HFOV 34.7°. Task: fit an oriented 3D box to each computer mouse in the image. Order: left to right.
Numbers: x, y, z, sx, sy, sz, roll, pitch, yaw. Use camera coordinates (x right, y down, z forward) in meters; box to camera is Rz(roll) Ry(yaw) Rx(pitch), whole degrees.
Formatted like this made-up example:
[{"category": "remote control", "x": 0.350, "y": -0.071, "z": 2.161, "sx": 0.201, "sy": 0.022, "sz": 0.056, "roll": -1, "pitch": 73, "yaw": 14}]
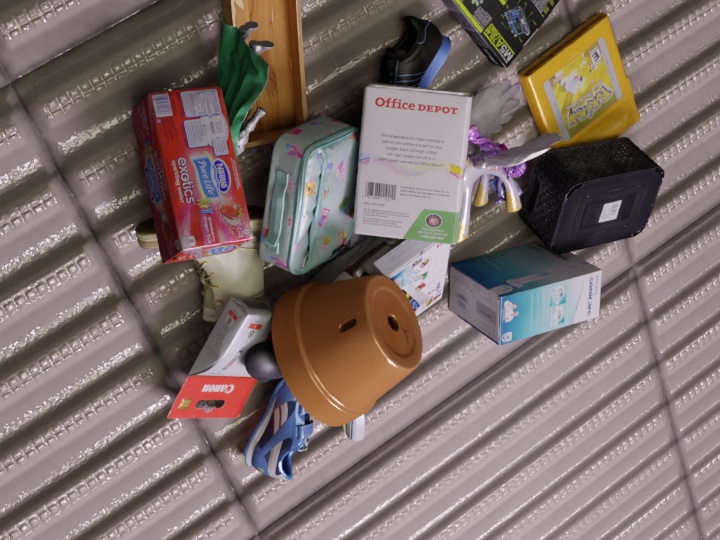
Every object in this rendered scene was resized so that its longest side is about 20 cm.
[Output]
[{"category": "computer mouse", "x": -0.083, "y": 0.134, "z": 1.623, "sx": 0.198, "sy": 0.034, "sz": 0.059, "roll": 7, "pitch": 112, "yaw": -45}]

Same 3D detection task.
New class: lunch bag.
[{"category": "lunch bag", "x": -0.067, "y": -0.097, "z": 1.567, "sx": 0.160, "sy": 0.076, "sz": 0.203, "roll": -34, "pitch": 138, "yaw": -54}]

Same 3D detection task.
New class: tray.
[{"category": "tray", "x": -0.125, "y": -0.273, "z": 1.531, "sx": 0.097, "sy": 0.037, "sz": 0.203, "roll": -15, "pitch": 117, "yaw": -25}]

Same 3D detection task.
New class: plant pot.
[{"category": "plant pot", "x": -0.008, "y": 0.094, "z": 1.579, "sx": 0.139, "sy": 0.202, "sz": 0.200, "roll": -26, "pitch": 132, "yaw": 29}]

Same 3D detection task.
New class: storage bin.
[{"category": "storage bin", "x": 0.367, "y": -0.119, "z": 1.830, "sx": 0.197, "sy": 0.094, "sz": 0.137, "roll": -12, "pitch": 133, "yaw": -26}]

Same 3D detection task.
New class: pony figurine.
[{"category": "pony figurine", "x": 0.183, "y": -0.161, "z": 1.684, "sx": 0.191, "sy": 0.167, "sz": 0.202, "roll": -27, "pitch": 137, "yaw": -10}]

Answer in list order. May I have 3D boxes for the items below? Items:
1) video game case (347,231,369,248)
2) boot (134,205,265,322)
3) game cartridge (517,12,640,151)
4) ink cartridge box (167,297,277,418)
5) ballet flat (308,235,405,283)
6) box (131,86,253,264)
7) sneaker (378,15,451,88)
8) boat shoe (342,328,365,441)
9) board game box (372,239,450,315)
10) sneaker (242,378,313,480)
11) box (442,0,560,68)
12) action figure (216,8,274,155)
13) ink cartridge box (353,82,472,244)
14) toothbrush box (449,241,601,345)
[{"category": "video game case", "x": 0.071, "y": -0.115, "z": 1.723, "sx": 0.197, "sy": 0.018, "sz": 0.146, "roll": -9, "pitch": 113, "yaw": -28}, {"category": "boot", "x": -0.211, "y": -0.002, "z": 1.568, "sx": 0.197, "sy": 0.072, "sz": 0.157, "roll": -8, "pitch": 115, "yaw": -32}, {"category": "game cartridge", "x": 0.349, "y": -0.273, "z": 1.816, "sx": 0.176, "sy": 0.032, "sz": 0.201, "roll": -38, "pitch": 123, "yaw": -12}, {"category": "ink cartridge box", "x": -0.165, "y": 0.136, "z": 1.618, "sx": 0.161, "sy": 0.050, "sz": 0.202, "roll": 9, "pitch": 112, "yaw": -56}, {"category": "ballet flat", "x": 0.000, "y": 0.000, "z": 1.683, "sx": 0.199, "sy": 0.064, "sz": 0.068, "roll": -39, "pitch": 134, "yaw": -2}, {"category": "box", "x": -0.213, "y": -0.119, "z": 1.454, "sx": 0.098, "sy": 0.095, "sz": 0.203, "roll": -11, "pitch": 85, "yaw": -26}, {"category": "sneaker", "x": 0.051, "y": -0.260, "z": 1.626, "sx": 0.077, "sy": 0.070, "sz": 0.202, "roll": 27, "pitch": 89, "yaw": -31}, {"category": "boat shoe", "x": -0.030, "y": 0.169, "z": 1.758, "sx": 0.061, "sy": 0.072, "sz": 0.203, "roll": -8, "pitch": 112, "yaw": -1}, {"category": "board game box", "x": 0.073, "y": 0.016, "z": 1.700, "sx": 0.126, "sy": 0.035, "sz": 0.201, "roll": -35, "pitch": 157, "yaw": -19}, {"category": "sneaker", "x": -0.098, "y": 0.218, "z": 1.706, "sx": 0.202, "sy": 0.082, "sz": 0.074, "roll": -63, "pitch": 162, "yaw": 11}, {"category": "box", "x": 0.208, "y": -0.430, "z": 1.660, "sx": 0.194, "sy": 0.047, "sz": 0.200, "roll": -50, "pitch": 127, "yaw": -1}, {"category": "action figure", "x": -0.156, "y": -0.216, "z": 1.468, "sx": 0.054, "sy": 0.119, "sz": 0.202, "roll": -12, "pitch": 141, "yaw": -31}, {"category": "ink cartridge box", "x": 0.072, "y": -0.148, "z": 1.568, "sx": 0.142, "sy": 0.084, "sz": 0.203, "roll": 6, "pitch": 103, "yaw": 7}, {"category": "toothbrush box", "x": 0.258, "y": 0.031, "z": 1.816, "sx": 0.197, "sy": 0.146, "sz": 0.087, "roll": -15, "pitch": 117, "yaw": -26}]
